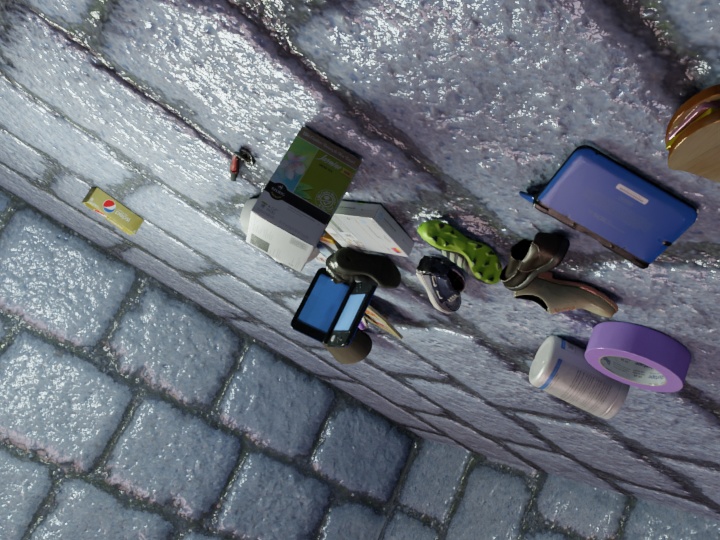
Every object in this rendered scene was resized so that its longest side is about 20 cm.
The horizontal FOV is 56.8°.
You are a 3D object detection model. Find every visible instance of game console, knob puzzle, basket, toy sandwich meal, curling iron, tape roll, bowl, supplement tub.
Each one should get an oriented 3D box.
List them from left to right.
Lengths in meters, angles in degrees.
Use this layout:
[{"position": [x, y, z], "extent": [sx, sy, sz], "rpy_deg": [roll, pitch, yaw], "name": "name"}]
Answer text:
[{"position": [-0.276, -0.230, 1.506], "extent": [0.049, 0.026, 0.200], "rpy_deg": [34, 161, -12], "name": "curling iron"}, {"position": [-0.212, -0.085, 1.659], "extent": [0.200, 0.075, 0.200], "rpy_deg": [44, 166, -25], "name": "bowl"}, {"position": [-0.073, 0.095, 1.820], "extent": [0.118, 0.201, 0.170], "rpy_deg": [33, 160, -23], "name": "game console"}, {"position": [-0.083, 0.220, 2.327], "extent": [0.180, 0.137, 0.200], "rpy_deg": [4, 148, 42], "name": "basket"}, {"position": [0.029, 0.116, 2.020], "extent": [0.219, 0.031, 0.220], "rpy_deg": [37, 170, 8], "name": "knob puzzle"}, {"position": [0.515, 0.251, 1.576], "extent": [0.199, 0.132, 0.132], "rpy_deg": [26, 162, 3], "name": "supplement tub"}, {"position": [0.361, -0.101, 0.997], "extent": [0.199, 0.119, 0.171], "rpy_deg": [28, 131, -6], "name": "game console"}, {"position": [0.581, 0.183, 1.404], "extent": [0.199, 0.066, 0.200], "rpy_deg": [24, 161, 9], "name": "tape roll"}, {"position": [0.439, -0.131, 0.716], "extent": [0.204, 0.071, 0.205], "rpy_deg": [24, 162, 8], "name": "toy sandwich meal"}]

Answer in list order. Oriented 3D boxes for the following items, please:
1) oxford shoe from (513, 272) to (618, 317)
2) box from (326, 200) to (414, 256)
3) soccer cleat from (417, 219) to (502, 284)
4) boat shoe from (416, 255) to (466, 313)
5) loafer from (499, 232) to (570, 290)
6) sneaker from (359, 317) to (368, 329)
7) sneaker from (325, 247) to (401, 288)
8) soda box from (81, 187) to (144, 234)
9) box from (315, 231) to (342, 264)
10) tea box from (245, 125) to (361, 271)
[{"position": [0.396, 0.059, 1.299], "extent": [0.199, 0.074, 0.071], "rpy_deg": [20, 161, 20], "name": "oxford shoe"}, {"position": [-0.001, -0.096, 1.474], "extent": [0.199, 0.041, 0.156], "rpy_deg": [12, 158, 42], "name": "box"}, {"position": [0.201, -0.041, 1.329], "extent": [0.199, 0.068, 0.081], "rpy_deg": [34, 178, -18], "name": "soccer cleat"}, {"position": [0.205, 0.047, 1.524], "extent": [0.092, 0.075, 0.200], "rpy_deg": [20, 162, 42], "name": "boat shoe"}, {"position": [0.303, -0.026, 1.217], "extent": [0.071, 0.073, 0.200], "rpy_deg": [33, 154, -3], "name": "loafer"}, {"position": [-0.064, 0.132, 2.087], "extent": [0.199, 0.084, 0.081], "rpy_deg": [32, 168, 16], "name": "sneaker"}, {"position": [0.000, 0.000, 1.632], "extent": [0.198, 0.077, 0.114], "rpy_deg": [14, 165, -29], "name": "sneaker"}, {"position": [-0.862, -0.205, 2.326], "extent": [0.068, 0.064, 0.200], "rpy_deg": [4, 152, 49], "name": "soda box"}, {"position": [-0.082, -0.057, 1.697], "extent": [0.118, 0.042, 0.200], "rpy_deg": [17, 158, 26], "name": "box"}, {"position": [-0.113, -0.131, 1.276], "extent": [0.133, 0.198, 0.200], "rpy_deg": [28, 163, -5], "name": "tea box"}]
